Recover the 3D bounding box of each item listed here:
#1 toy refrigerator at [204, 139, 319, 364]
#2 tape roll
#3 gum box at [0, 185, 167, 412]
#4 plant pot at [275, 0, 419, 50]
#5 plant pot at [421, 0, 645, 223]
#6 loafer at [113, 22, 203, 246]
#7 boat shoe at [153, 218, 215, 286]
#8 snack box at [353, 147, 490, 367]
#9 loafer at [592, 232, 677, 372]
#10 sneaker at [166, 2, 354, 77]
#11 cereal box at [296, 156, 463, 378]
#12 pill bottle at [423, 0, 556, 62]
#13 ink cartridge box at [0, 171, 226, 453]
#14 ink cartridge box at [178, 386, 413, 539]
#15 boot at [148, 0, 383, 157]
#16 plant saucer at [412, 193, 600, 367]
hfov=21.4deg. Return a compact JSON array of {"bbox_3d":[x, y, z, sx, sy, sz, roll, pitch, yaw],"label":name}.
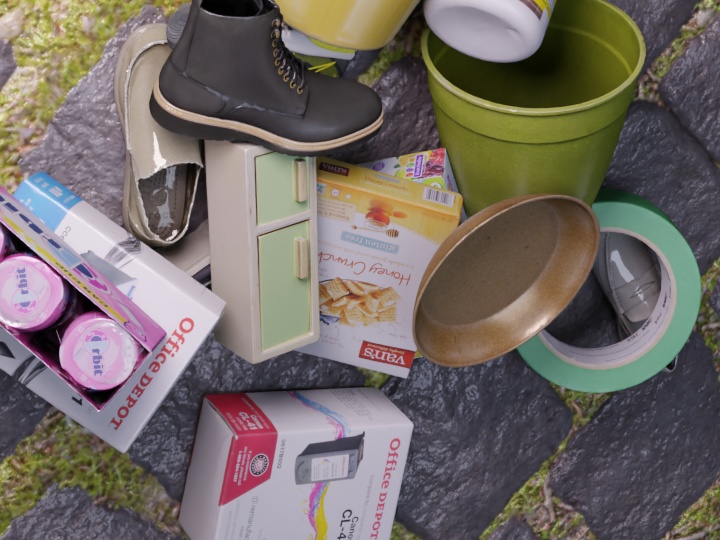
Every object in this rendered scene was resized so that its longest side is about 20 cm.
[{"bbox_3d":[-0.082,-0.028,1.654,0.076,0.070,0.202,-18,119,-34],"label":"toy refrigerator"},{"bbox_3d":[0.238,0.021,1.907,0.199,0.048,0.202,-1,110,-4],"label":"tape roll"},{"bbox_3d":[-0.252,0.015,1.502,0.200,0.114,0.066,41,94,-3],"label":"gum box"},{"bbox_3d":[0.001,-0.296,1.577,0.199,0.201,0.190,4,128,-32],"label":"plant pot"},{"bbox_3d":[0.154,-0.127,1.755,0.199,0.201,0.194,-20,134,-21],"label":"plant pot"},{"bbox_3d":[-0.166,-0.111,1.633,0.075,0.068,0.202,-12,116,-25],"label":"loafer"},{"bbox_3d":[-0.152,0.008,1.704,0.199,0.073,0.063,-32,124,-19],"label":"boat shoe"},{"bbox_3d":[0.036,-0.008,1.777,0.141,0.053,0.201,-10,125,13],"label":"snack box"},{"bbox_3d":[0.288,0.021,1.970,0.070,0.070,0.201,-34,126,-11],"label":"loafer"},{"bbox_3d":[-0.083,-0.178,1.635,0.199,0.074,0.085,1,115,-41],"label":"sneaker"},{"bbox_3d":[0.000,0.000,1.729,0.143,0.040,0.201,14,128,-2],"label":"cereal box"},{"bbox_3d":[0.133,-0.290,1.661,0.109,0.109,0.201,37,64,-38],"label":"pill bottle"},{"bbox_3d":[-0.234,0.034,1.604,0.199,0.086,0.147,35,94,-3],"label":"ink cartridge box"},{"bbox_3d":[-0.062,0.197,1.845,0.199,0.086,0.149,-1,114,-29],"label":"ink cartridge box"},{"bbox_3d":[-0.060,-0.167,1.549,0.198,0.078,0.139,-1,141,-24],"label":"boot"},{"bbox_3d":[0.123,0.001,1.709,0.199,0.036,0.201,-23,142,-19],"label":"plant saucer"}]
